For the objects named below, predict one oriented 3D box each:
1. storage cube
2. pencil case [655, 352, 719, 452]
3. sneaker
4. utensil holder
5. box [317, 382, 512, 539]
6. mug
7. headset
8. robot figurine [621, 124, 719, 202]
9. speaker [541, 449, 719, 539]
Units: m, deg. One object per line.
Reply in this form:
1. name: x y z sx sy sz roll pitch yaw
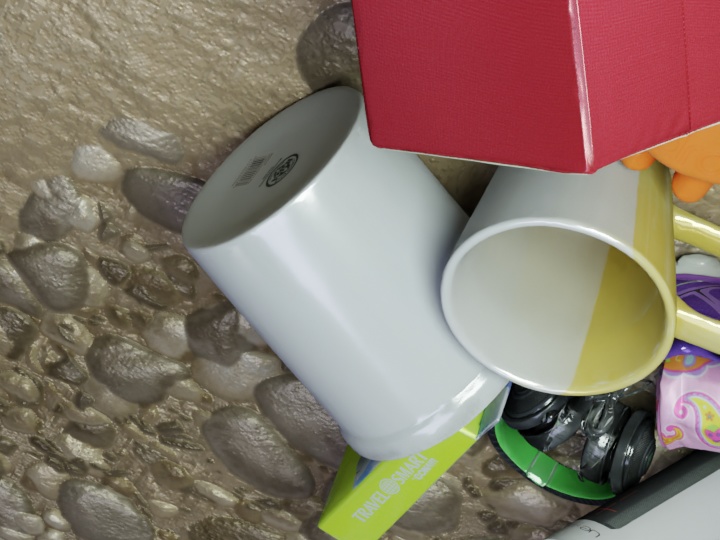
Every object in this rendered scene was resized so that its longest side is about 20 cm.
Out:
1. storage cube: 0.109 -0.165 1.043 0.199 0.170 0.181 13 116 48
2. pencil case: 0.307 0.090 1.351 0.198 0.088 0.088 1 132 16
3. sneaker: 0.281 0.037 1.310 0.198 0.084 0.081 -7 129 23
4. utensil holder: 0.000 0.000 1.314 0.169 0.171 0.200 -23 119 34
5. box: 0.046 0.111 1.431 0.047 0.122 0.200 31 134 -9
6. mug: 0.151 -0.013 1.258 0.149 0.154 0.186 -30 118 37
7. headset: 0.157 0.122 1.415 0.123 0.094 0.200 32 148 2
8. robot figurine: 0.227 -0.132 1.150 0.116 0.144 0.201 -9 144 -30
9. speaker: 0.213 0.193 1.390 0.081 0.199 0.082 28 129 41
